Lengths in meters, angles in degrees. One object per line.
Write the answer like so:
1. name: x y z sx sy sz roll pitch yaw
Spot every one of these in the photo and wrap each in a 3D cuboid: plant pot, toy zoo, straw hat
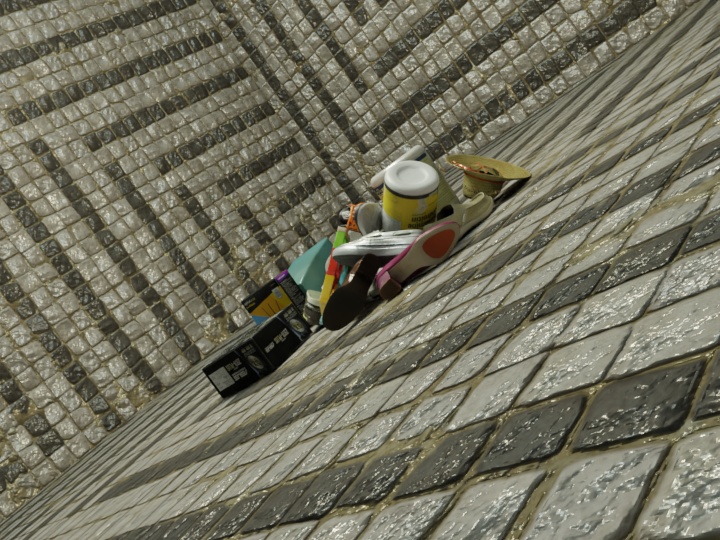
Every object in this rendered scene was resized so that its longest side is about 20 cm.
1. plant pot: -0.127 0.040 2.100 0.141 0.142 0.200 -34 13 30
2. toy zoo: -0.055 0.021 1.689 0.131 0.020 0.202 73 -151 -72
3. straw hat: 0.268 -0.190 1.711 0.201 0.199 0.086 -48 -30 -68

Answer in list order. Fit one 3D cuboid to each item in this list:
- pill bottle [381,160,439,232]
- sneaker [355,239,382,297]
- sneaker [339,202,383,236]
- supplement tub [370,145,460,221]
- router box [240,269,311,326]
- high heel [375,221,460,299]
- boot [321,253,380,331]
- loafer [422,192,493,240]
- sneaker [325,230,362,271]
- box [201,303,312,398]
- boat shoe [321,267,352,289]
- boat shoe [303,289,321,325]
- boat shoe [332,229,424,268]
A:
1. pill bottle: 0.100 -0.115 1.607 0.112 0.111 0.201 -40 -35 -37
2. sneaker: 0.017 -0.011 1.649 0.073 0.116 0.200 -35 6 -10
3. sneaker: -0.004 -0.106 1.669 0.200 0.111 0.078 29 -102 -68
4. supplement tub: 0.132 -0.159 1.736 0.144 0.201 0.145 -35 5 3
5. router box: -0.204 0.098 1.971 0.051 0.150 0.200 -38 5 -38
6. high heel: 0.104 -0.031 1.470 0.200 0.068 0.096 -39 15 12
7. boot: -0.036 0.072 1.558 0.187 0.064 0.200 -53 1 -27
8. loafer: 0.197 -0.108 1.570 0.200 0.069 0.075 -41 9 -36
9. sneaker: 0.000 -0.061 1.867 0.200 0.074 0.082 -40 -13 19
10. box: -0.231 0.181 1.744 0.199 0.086 0.164 -32 6 38
11. boat shoe: -0.001 -0.001 1.801 0.201 0.075 0.065 -36 -38 24
12. boat shoe: -0.101 0.086 1.823 0.201 0.071 0.061 -53 -21 -86
13. boat shoe: 0.040 -0.046 1.559 0.198 0.074 0.067 1 65 22
